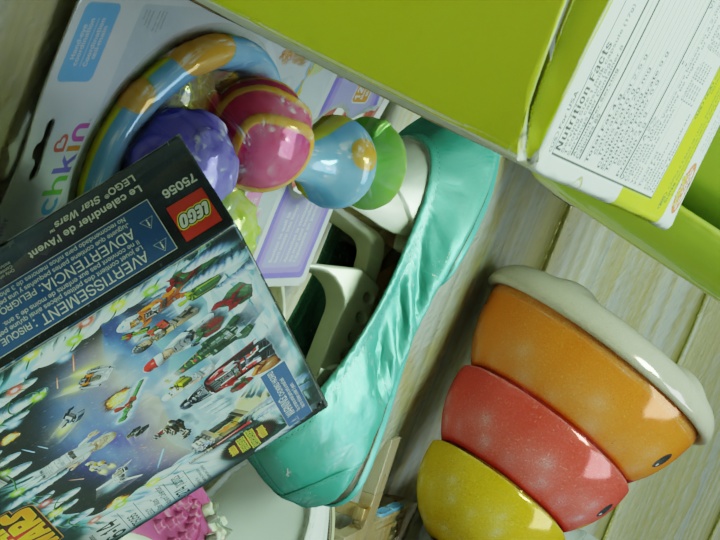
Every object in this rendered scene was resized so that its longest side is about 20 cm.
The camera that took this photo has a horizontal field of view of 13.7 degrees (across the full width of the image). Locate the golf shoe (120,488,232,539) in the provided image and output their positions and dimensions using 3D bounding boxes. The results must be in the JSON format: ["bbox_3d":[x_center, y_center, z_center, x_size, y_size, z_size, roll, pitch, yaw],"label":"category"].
[{"bbox_3d":[-0.110,0.129,1.155,0.091,0.075,0.200,-30,-171,20],"label":"golf shoe"}]

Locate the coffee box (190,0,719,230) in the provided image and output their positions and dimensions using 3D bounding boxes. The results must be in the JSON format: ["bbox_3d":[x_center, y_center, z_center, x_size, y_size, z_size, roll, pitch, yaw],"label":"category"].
[{"bbox_3d":[0.032,-0.150,0.890,0.200,0.200,0.198,-64,163,5],"label":"coffee box"}]

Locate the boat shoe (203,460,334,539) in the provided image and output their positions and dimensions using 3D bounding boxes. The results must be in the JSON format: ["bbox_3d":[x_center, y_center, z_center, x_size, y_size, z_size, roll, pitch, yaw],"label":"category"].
[{"bbox_3d":[-0.072,0.162,1.284,0.200,0.075,0.068,-64,170,7],"label":"boat shoe"}]

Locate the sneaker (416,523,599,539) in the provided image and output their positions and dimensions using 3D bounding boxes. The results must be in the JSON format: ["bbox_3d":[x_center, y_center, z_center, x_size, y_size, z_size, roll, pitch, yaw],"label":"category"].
[{"bbox_3d":[0.088,0.174,1.693,0.075,0.115,0.200,-65,172,11],"label":"sneaker"}]

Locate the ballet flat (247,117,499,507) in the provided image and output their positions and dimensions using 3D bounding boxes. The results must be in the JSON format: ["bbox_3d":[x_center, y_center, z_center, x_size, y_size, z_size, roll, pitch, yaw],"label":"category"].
[{"bbox_3d":[0.000,0.000,1.259,0.070,0.067,0.200,36,68,-36],"label":"ballet flat"}]

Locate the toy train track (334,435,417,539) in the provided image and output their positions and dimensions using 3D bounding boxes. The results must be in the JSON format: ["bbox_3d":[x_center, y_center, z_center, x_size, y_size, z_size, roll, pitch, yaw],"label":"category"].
[{"bbox_3d":[-0.006,0.133,1.535,0.200,0.032,0.115,-1,109,-78],"label":"toy train track"}]

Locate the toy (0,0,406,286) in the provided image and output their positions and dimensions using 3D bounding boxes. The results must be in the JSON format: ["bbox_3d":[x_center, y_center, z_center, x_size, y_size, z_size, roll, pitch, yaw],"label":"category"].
[{"bbox_3d":[-0.043,-0.035,1.045,0.200,0.047,0.115,-6,123,-59],"label":"toy"}]

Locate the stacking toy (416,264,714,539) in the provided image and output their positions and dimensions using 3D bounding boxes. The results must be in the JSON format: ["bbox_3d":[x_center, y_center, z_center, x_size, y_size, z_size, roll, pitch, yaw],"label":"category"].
[{"bbox_3d":[0.078,0.110,1.585,0.200,0.146,0.146,-52,163,-7],"label":"stacking toy"}]

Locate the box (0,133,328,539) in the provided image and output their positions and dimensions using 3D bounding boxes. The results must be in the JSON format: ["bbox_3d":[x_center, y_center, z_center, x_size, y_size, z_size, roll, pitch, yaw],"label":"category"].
[{"bbox_3d":[-0.090,0.040,0.996,0.137,0.040,0.200,-32,160,-3],"label":"box"}]

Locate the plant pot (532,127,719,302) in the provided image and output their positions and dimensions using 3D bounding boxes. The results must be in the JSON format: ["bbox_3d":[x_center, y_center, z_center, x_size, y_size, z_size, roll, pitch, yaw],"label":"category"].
[{"bbox_3d":[0.205,-0.086,1.557,0.182,0.199,0.200,-59,165,11],"label":"plant pot"}]

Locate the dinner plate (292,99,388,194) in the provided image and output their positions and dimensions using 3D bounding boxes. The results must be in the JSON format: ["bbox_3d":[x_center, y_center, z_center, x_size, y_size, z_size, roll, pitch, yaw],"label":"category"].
[{"bbox_3d":[-0.014,-0.101,1.145,0.200,0.024,0.200,-56,163,-26],"label":"dinner plate"}]
